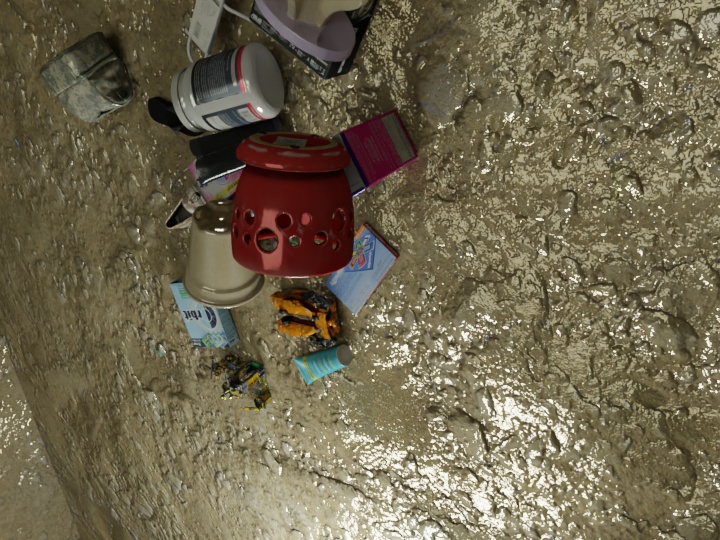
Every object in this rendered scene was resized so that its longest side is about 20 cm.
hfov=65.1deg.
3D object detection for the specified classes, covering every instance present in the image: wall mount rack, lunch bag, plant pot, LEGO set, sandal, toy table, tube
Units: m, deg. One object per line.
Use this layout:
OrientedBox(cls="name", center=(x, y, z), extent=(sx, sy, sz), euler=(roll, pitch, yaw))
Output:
OrientedBox(cls="wall mount rack", center=(-0.277, -0.493, 1.152), extent=(0.174, 0.074, 0.201), euler=(46, 132, 11))
OrientedBox(cls="lunch bag", center=(-0.672, -0.468, 1.403), extent=(0.196, 0.140, 0.170), euler=(-4, 128, 39))
OrientedBox(cls="plant pot", center=(-0.317, -0.052, 1.306), extent=(0.197, 0.200, 0.187), euler=(27, 132, 21))
OrientedBox(cls="LEGO set", center=(-0.354, 0.330, 1.592), extent=(0.196, 0.115, 0.158), euler=(22, 124, 25))
OrientedBox(cls="sandal", center=(-0.445, -0.365, 1.353), extent=(0.196, 0.043, 0.078), euler=(17, 122, 28))
OrientedBox(cls="plant pot", center=(-0.100, -0.109, 0.873), extent=(0.196, 0.199, 0.188), euler=(18, 114, 27))
OrientedBox(cls="toy table", center=(-0.075, -0.434, 0.862), extent=(0.198, 0.186, 0.118), euler=(35, 145, -1))
OrientedBox(cls="tube", center=(-0.097, 0.232, 1.410), extent=(0.198, 0.050, 0.079), euler=(-28, 88, 47))

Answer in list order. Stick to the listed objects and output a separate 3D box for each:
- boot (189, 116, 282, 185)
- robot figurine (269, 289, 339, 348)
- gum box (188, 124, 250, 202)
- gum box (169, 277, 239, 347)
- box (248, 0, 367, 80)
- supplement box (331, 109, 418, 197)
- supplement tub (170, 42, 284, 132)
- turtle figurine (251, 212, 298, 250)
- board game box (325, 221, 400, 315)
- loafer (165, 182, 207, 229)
OrientedBox(cls="boot", center=(-0.244, -0.220, 1.178), extent=(0.066, 0.194, 0.170), euler=(99, 155, -78))
OrientedBox(cls="robot figurine", center=(-0.128, 0.108, 1.355), extent=(0.195, 0.058, 0.149), euler=(7, 117, 34))
OrientedBox(cls="gum box", center=(-0.298, -0.239, 1.295), extent=(0.197, 0.066, 0.116), euler=(-25, 97, 41))
OrientedBox(cls="gum box", center=(-0.441, 0.118, 1.596), extent=(0.166, 0.044, 0.206), euler=(-5, 109, 37))
OrientedBox(cls="box", center=(-0.085, -0.475, 1.008), extent=(0.199, 0.086, 0.166), euler=(39, 129, 12))
OrientedBox(cls="supplement box", center=(0.005, -0.201, 1.008), extent=(0.100, 0.199, 0.105), euler=(-23, 99, 39))
OrientedBox(cls="supplement tub", center=(-0.265, -0.362, 1.134), extent=(0.194, 0.141, 0.144), euler=(-7, 110, 21))
OrientedBox(cls="turtle figurine", center=(-0.170, -0.091, 1.259), extent=(0.149, 0.100, 0.203), euler=(40, 146, 28))
OrientedBox(cls="board game box", center=(0.000, 0.000, 1.234), extent=(0.103, 0.019, 0.201), euler=(42, 130, 9))
OrientedBox(cls="loafer", center=(-0.434, -0.160, 1.437), extent=(0.198, 0.063, 0.073), euler=(-34, 91, 42))
